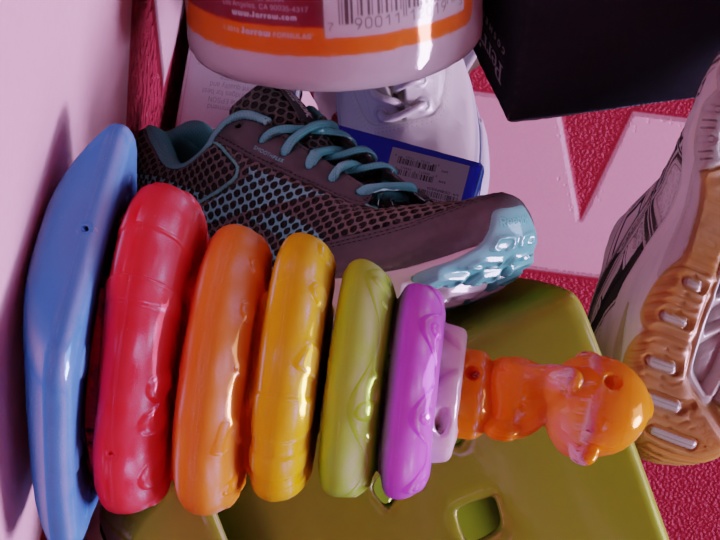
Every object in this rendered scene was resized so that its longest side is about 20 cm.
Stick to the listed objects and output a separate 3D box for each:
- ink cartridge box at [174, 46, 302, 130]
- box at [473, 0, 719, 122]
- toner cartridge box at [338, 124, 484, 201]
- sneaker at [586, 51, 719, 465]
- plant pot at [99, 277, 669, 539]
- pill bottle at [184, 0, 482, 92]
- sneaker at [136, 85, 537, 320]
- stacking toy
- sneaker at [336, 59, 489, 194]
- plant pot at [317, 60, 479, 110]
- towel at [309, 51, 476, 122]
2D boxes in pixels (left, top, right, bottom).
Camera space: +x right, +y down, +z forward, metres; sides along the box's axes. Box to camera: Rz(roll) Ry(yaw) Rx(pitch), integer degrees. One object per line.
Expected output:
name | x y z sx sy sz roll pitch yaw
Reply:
ink cartridge box | -0.061 -0.042 1.069 0.198 0.043 0.201 92 8 -67
box | 0.089 -0.199 0.879 0.201 0.117 0.197 96 -20 -46
toner cartridge box | 0.000 0.000 1.046 0.200 0.094 0.043 92 15 -67
sneaker | 0.131 -0.027 0.861 0.201 0.075 0.088 -62 -161 -6
plant pot | 0.009 0.127 0.880 0.199 0.180 0.201 179 -110 -78
pill bottle | -0.013 -0.176 0.825 0.114 0.113 0.201 -77 166 -66
sneaker | -0.022 -0.025 0.845 0.077 0.199 0.092 -7 92 -48
stacking toy | -0.005 0.034 0.741 0.110 0.198 0.117 94 3 -47
sneaker | 0.014 -0.103 1.091 0.071 0.073 0.201 51 26 -68
plant pot | 0.022 -0.169 1.385 0.201 0.092 0.202 172 -90 -79
towel | 0.009 -0.147 1.212 0.145 0.023 0.200 -59 -145 25
